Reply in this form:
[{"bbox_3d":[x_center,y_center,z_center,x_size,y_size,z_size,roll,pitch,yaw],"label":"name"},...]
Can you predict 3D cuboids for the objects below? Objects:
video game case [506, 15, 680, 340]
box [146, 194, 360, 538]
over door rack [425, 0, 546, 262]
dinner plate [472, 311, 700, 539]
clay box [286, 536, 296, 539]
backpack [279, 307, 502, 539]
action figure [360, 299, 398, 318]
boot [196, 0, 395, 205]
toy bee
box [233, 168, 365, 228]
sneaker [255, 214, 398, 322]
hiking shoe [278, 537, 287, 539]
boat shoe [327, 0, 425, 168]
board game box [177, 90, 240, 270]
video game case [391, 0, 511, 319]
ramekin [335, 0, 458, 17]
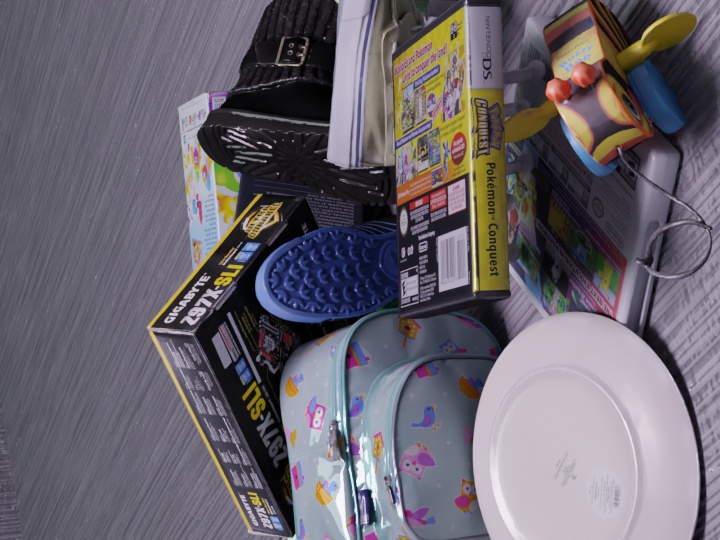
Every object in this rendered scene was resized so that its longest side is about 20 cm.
[{"bbox_3d":[0.144,-0.044,1.463,0.200,0.023,0.182,-123,34,-52],"label":"video game case"},{"bbox_3d":[-0.061,0.069,1.624,0.049,0.160,0.200,4,132,37],"label":"box"},{"bbox_3d":[0.081,-0.085,1.513,0.200,0.067,0.148,-105,20,-63],"label":"over door rack"},{"bbox_3d":[0.135,0.127,1.420,0.200,0.024,0.200,5,96,48],"label":"dinner plate"},{"bbox_3d":[0.011,0.244,1.744,0.048,0.200,0.115,-11,82,25],"label":"clay box"},{"bbox_3d":[0.038,0.123,1.578,0.153,0.176,0.200,-36,62,50],"label":"backpack"},{"bbox_3d":[0.027,0.044,1.765,0.200,0.055,0.118,-130,37,-69],"label":"action figure"},{"bbox_3d":[-0.016,-0.146,1.796,0.158,0.211,0.079,-60,-29,-30],"label":"boot"},{"bbox_3d":[0.148,-0.106,1.307,0.131,0.109,0.200,-46,41,2],"label":"toy bee"},{"bbox_3d":[-0.058,0.009,1.832,0.200,0.107,0.149,-88,7,-53],"label":"box"},{"bbox_3d":[0.000,0.000,1.609,0.078,0.200,0.070,-28,79,55],"label":"sneaker"},{"bbox_3d":[-0.019,0.277,1.834,0.087,0.074,0.200,-89,-20,-69],"label":"hiking shoe"},{"bbox_3d":[0.014,-0.160,1.537,0.072,0.062,0.200,-89,4,-53],"label":"boat shoe"},{"bbox_3d":[-0.096,-0.059,2.014,0.105,0.103,0.200,171,95,-71],"label":"board game box"},{"bbox_3d":[0.055,-0.065,1.398,0.200,0.025,0.181,159,109,-77],"label":"video game case"},{"bbox_3d":[0.032,-0.277,1.606,0.200,0.098,0.200,175,90,-71],"label":"ramekin"}]
